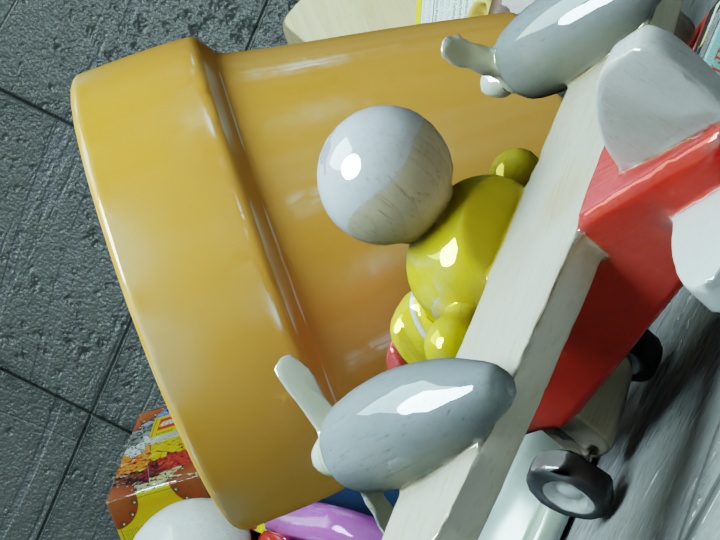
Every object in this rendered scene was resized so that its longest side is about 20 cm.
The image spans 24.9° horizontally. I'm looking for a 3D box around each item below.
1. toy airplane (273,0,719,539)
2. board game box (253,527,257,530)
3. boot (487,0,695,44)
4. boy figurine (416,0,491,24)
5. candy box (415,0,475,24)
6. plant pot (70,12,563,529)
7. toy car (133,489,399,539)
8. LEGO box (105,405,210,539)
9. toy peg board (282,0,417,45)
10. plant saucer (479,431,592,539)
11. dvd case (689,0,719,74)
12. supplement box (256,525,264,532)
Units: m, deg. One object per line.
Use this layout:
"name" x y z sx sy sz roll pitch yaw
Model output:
"toy airplane" 0.053 -0.013 0.510 0.201 0.140 0.200 -64 -1 13
"board game box" -0.055 0.213 1.288 0.200 0.041 0.202 -58 -49 -79
"boot" 0.042 -0.073 0.776 0.065 0.184 0.201 -96 23 -51
"boy figurine" 0.030 -0.082 0.871 0.199 0.064 0.126 -22 49 50
"candy box" 0.066 -0.060 0.904 0.026 0.102 0.202 5 -91 -45
"plant pot" 0.000 -0.019 0.685 0.182 0.202 0.200 -21 -1 0
"toy car" -0.013 0.152 0.867 0.149 0.174 0.202 15 77 55
"LEGO box" -0.117 0.220 1.272 0.149 0.076 0.202 -84 -24 -69
"toy peg board" 0.074 -0.127 0.993 0.097 0.202 0.199 1 -32 -43
"plant saucer" 0.051 0.104 0.716 0.200 0.050 0.202 -154 90 -90
"dvd case" 0.133 -0.038 0.787 0.200 0.022 0.147 116 180 -71
"supplement box" -0.022 0.200 1.109 0.110 0.108 0.201 115 180 -58
